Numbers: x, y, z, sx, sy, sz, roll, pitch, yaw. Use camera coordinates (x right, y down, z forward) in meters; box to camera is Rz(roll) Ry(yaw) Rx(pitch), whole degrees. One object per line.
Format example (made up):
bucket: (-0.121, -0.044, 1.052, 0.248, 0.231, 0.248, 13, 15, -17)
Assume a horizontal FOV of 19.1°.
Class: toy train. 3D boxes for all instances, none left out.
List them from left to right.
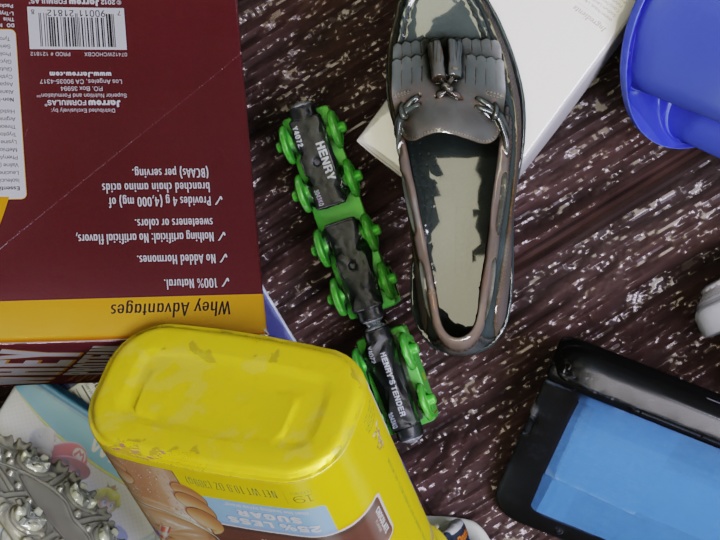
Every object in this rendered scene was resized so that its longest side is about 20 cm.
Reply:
toy train: (0.000, 0.000, 1.205, 0.042, 0.056, 0.201, -18, 91, 9)

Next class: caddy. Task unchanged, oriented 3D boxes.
caddy: (0.222, -0.144, 1.128, 0.200, 0.141, 0.105, -51, 47, -1)

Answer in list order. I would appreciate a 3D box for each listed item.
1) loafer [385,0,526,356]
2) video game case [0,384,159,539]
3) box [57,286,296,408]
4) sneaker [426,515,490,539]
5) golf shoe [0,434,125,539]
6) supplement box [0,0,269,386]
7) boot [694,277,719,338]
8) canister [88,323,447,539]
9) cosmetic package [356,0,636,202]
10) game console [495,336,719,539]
loafer: (0.051, -0.055, 1.090, 0.072, 0.063, 0.201, -4, 92, 4)
video game case: (-0.181, 0.177, 1.212, 0.143, 0.018, 0.200, 33, 96, 4)
box: (-0.114, 0.100, 1.226, 0.200, 0.032, 0.121, -31, 90, 7)
sneaker: (0.059, 0.192, 1.196, 0.200, 0.078, 0.079, 36, 99, 3)
golf shoe: (-0.159, 0.183, 1.125, 0.097, 0.078, 0.200, -44, 75, 26)
supplement box: (-0.166, -0.047, 1.123, 0.197, 0.133, 0.201, -1, 78, -20)
boot: (0.259, -0.044, 1.186, 0.200, 0.074, 0.096, -27, 84, -4)
canister: (-0.041, 0.118, 1.083, 0.148, 0.200, 0.087, 8, 57, 23)
cosmetic package: (0.091, -0.124, 1.170, 0.085, 0.108, 0.200, 38, 93, 2)
game console: (0.181, 0.124, 1.137, 0.200, 0.176, 0.117, 21, 93, 3)
